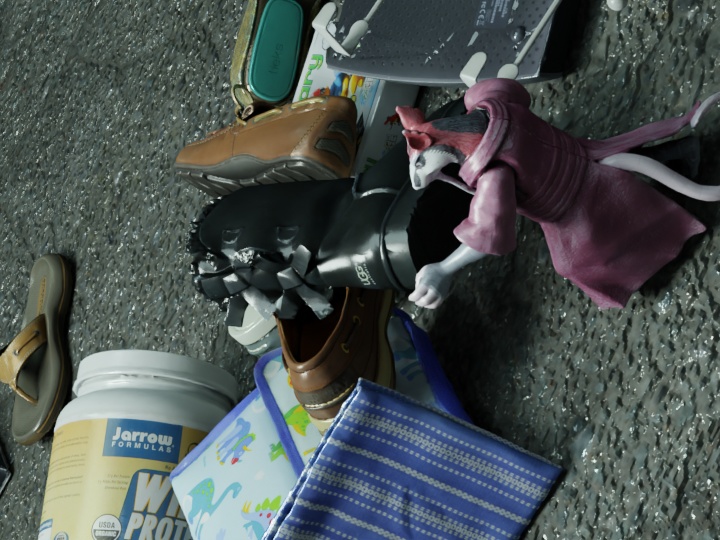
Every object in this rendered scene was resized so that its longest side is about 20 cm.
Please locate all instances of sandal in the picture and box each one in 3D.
[{"bbox_3d":[-0.308,0.069,1.776,0.082,0.055,0.200,-30,50,47],"label":"sandal"}]

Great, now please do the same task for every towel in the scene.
[{"bbox_3d":[0.013,0.174,1.151,0.200,0.145,0.024,-60,18,16],"label":"towel"}]

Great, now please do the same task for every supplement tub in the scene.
[{"bbox_3d":[-0.162,0.173,1.416,0.145,0.145,0.200,-22,56,50],"label":"supplement tub"}]

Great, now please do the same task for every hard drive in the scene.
[{"bbox_3d":[0.071,-0.188,1.321,0.200,0.042,0.135,8,80,45],"label":"hard drive"}]

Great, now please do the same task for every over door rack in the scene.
[{"bbox_3d":[0.088,-0.186,1.210,0.148,0.067,0.200,23,64,42],"label":"over door rack"}]

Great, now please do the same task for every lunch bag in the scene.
[{"bbox_3d":[-0.014,0.137,1.244,0.200,0.127,0.170,-44,35,11],"label":"lunch bag"}]

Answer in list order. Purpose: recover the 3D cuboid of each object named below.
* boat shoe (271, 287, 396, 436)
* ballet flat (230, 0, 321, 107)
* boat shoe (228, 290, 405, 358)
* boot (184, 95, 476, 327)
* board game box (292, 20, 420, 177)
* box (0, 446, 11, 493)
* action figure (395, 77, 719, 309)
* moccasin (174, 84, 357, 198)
[{"bbox_3d":[-0.021,0.018,1.228,0.072,0.068,0.200,-27,36,15],"label":"boat shoe"},{"bbox_3d":[-0.062,-0.225,1.558,0.071,0.071,0.200,6,79,57],"label":"ballet flat"},{"bbox_3d":[0.000,0.000,1.342,0.200,0.062,0.073,-37,27,14],"label":"boat shoe"},{"bbox_3d":[-0.006,-0.041,1.191,0.162,0.073,0.198,-6,31,30],"label":"boot"},{"bbox_3d":[-0.018,-0.090,1.441,0.126,0.035,0.200,12,84,58],"label":"board game box"},{"bbox_3d":[-0.453,0.207,1.862,0.200,0.124,0.197,-60,31,16],"label":"box"},{"bbox_3d":[0.107,-0.049,1.074,0.149,0.200,0.134,-26,53,46],"label":"action figure"},{"bbox_3d":[-0.072,-0.095,1.425,0.201,0.074,0.078,-14,53,58],"label":"moccasin"}]
